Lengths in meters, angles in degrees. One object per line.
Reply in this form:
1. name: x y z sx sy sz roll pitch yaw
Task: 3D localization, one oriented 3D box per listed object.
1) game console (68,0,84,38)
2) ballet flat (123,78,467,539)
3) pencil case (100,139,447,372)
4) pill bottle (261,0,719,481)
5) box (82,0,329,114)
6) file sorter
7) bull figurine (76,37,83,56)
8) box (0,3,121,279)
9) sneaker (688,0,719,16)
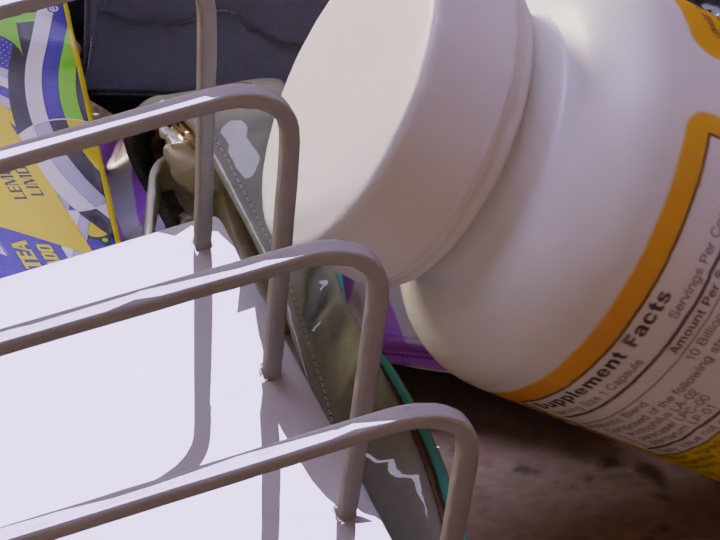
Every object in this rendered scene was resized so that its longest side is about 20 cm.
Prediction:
1. game console: -0.194 -0.159 0.978 0.200 0.171 0.118 -15 -8 31
2. ballet flat: -0.025 0.028 0.708 0.064 0.067 0.200 -4 49 -18
3. pencil case: 0.000 0.000 0.810 0.200 0.084 0.086 5 64 21
4. pill bottle: 0.081 -0.009 0.676 0.200 0.113 0.113 21 16 -23
5. box: -0.017 -0.097 0.879 0.122 0.106 0.200 1 -2 4
6. file sorter: -0.057 0.046 0.573 0.139 0.125 0.200 -17 53 -18
7. bull figurine: -0.093 -0.112 1.075 0.200 0.065 0.121 1 28 16
8. box: -0.098 0.008 0.730 0.064 0.070 0.200 -8 50 -9
9. sneaker: 0.151 -0.057 0.925 0.079 0.075 0.200 -13 32 -43
